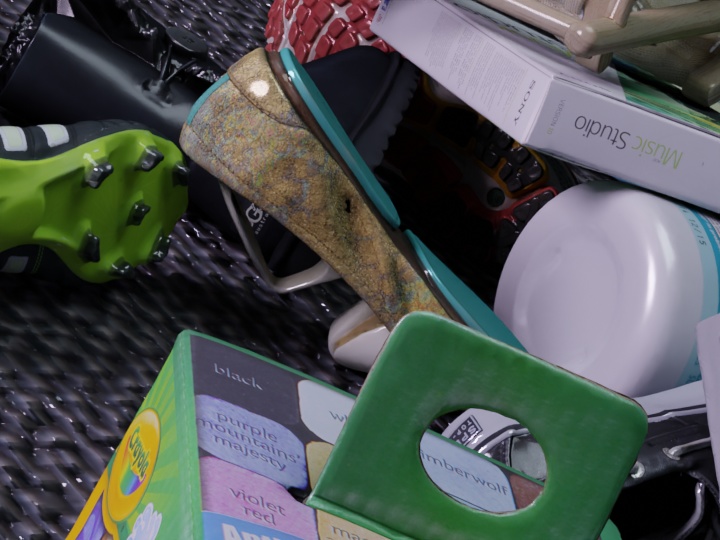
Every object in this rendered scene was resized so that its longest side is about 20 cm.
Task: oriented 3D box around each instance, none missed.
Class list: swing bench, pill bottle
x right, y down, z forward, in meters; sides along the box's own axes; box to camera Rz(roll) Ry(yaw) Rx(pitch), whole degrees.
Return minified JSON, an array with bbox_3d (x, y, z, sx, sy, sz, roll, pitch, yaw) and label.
[{"bbox_3d":[0.084,-0.170,1.085,0.199,0.130,0.200,28,7,28],"label":"swing bench"},{"bbox_3d":[0.164,0.033,1.063,0.200,0.111,0.111,14,26,-35],"label":"pill bottle"}]

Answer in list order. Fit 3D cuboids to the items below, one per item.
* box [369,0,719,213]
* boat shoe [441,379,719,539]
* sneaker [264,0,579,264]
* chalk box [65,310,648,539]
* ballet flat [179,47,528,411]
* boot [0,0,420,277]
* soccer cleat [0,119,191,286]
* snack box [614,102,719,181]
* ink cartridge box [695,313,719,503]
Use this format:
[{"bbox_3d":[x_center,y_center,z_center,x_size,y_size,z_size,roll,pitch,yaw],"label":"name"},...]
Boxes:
[{"bbox_3d":[0.102,-0.077,1.082,0.144,0.036,0.200,18,14,-24],"label":"box"},{"bbox_3d":[0.120,0.085,0.937,0.199,0.074,0.068,8,31,-43],"label":"boat shoe"},{"bbox_3d":[0.030,-0.077,1.206,0.200,0.078,0.082,47,20,16],"label":"sneaker"},{"bbox_3d":[-0.010,0.105,0.529,0.125,0.200,0.124,24,21,-16],"label":"chalk box"},{"bbox_3d":[0.000,0.000,0.965,0.200,0.071,0.071,51,13,-21],"label":"ballet flat"},{"bbox_3d":[-0.067,-0.087,1.071,0.168,0.076,0.200,33,26,-5],"label":"boot"},{"bbox_3d":[-0.135,-0.030,0.874,0.081,0.068,0.200,26,17,26],"label":"soccer cleat"},{"bbox_3d":[0.183,-0.091,1.482,0.116,0.037,0.200,28,20,-7],"label":"snack box"},{"bbox_3d":[0.205,0.116,0.943,0.200,0.047,0.160,31,46,-48],"label":"ink cartridge box"}]
